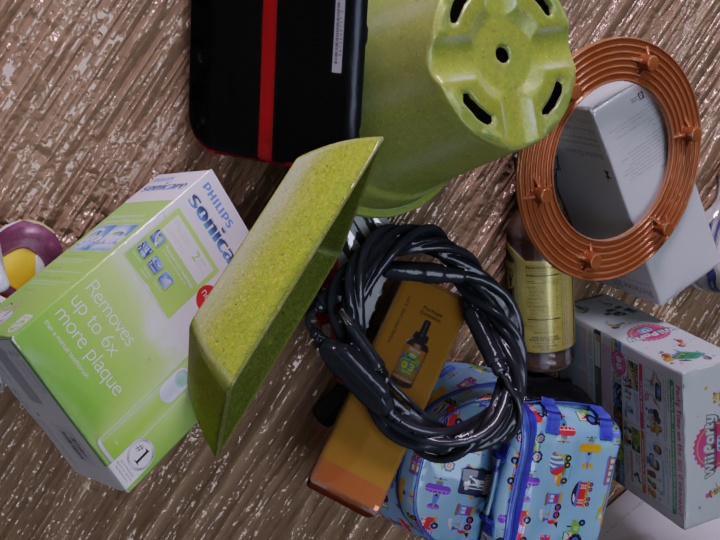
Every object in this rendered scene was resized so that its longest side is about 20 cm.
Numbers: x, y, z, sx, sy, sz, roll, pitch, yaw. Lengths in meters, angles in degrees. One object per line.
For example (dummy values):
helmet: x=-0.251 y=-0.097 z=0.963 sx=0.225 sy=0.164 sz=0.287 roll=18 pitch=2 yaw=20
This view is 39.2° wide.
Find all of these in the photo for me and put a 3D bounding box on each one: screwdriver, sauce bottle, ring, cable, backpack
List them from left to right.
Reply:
screwdriver: x=0.032 y=0.067 z=0.927 sx=0.200 sy=0.028 sz=0.029 roll=-46 pitch=144 yaw=-5
cable: x=0.060 y=0.060 z=0.836 sx=0.200 sy=0.051 sz=0.163 roll=44 pitch=65 yaw=-1
backpack: x=0.116 y=0.180 z=0.934 sx=0.197 sy=0.134 sz=0.185 roll=12 pitch=98 yaw=-21
sauce bottle: x=0.168 y=-0.009 z=0.945 sx=0.064 sy=0.065 sz=0.203 roll=-9 pitch=105 yaw=-20
ring: x=0.212 y=-0.089 z=0.834 sx=0.198 sy=0.019 sz=0.204 roll=-8 pitch=107 yaw=-28

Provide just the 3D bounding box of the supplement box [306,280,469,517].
supplement box: x=0.024 y=0.106 z=0.874 sx=0.066 sy=0.069 sz=0.202 roll=26 pitch=75 yaw=2

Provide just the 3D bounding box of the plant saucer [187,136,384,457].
plant saucer: x=-0.065 y=0.015 z=0.710 sx=0.047 sy=0.200 sz=0.201 roll=30 pitch=66 yaw=2

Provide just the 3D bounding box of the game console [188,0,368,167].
game console: x=-0.062 y=-0.179 z=0.751 sx=0.031 sy=0.175 sz=0.203 roll=-13 pitch=111 yaw=-50

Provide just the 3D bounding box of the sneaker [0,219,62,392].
sneaker: x=-0.283 y=0.059 z=0.761 sx=0.074 sy=0.090 sz=0.202 roll=28 pitch=92 yaw=-25

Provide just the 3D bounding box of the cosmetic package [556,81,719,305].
cosmetic package: x=0.242 y=-0.080 z=0.932 sx=0.081 sy=0.113 sz=0.202 roll=-30 pitch=110 yaw=-14

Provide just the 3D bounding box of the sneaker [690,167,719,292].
sneaker: x=0.397 y=-0.065 z=1.012 sx=0.075 sy=0.088 sz=0.202 roll=27 pitch=91 yaw=-24

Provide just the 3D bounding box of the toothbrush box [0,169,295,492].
toothbrush box: x=-0.165 y=0.041 z=0.770 sx=0.200 sy=0.085 sz=0.147 roll=-46 pitch=119 yaw=-33

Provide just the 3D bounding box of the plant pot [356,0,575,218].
plant pot: x=0.056 y=-0.148 z=0.768 sx=0.198 sy=0.183 sz=0.204 roll=1 pitch=88 yaw=-31

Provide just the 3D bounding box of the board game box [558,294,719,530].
board game box: x=0.261 y=0.123 z=0.940 sx=0.063 sy=0.200 sz=0.150 roll=-12 pitch=108 yaw=-17

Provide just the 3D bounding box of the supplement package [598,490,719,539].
supplement package: x=0.340 y=0.345 z=1.056 sx=0.151 sy=0.150 sz=0.201 roll=-36 pitch=114 yaw=-11

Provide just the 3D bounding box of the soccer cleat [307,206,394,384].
soccer cleat: x=0.000 y=0.000 z=0.877 sx=0.084 sy=0.069 sz=0.203 roll=-4 pitch=100 yaw=-17

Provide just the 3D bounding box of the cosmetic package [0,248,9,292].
cosmetic package: x=-0.339 y=-0.051 z=0.649 sx=0.165 sy=0.200 sz=0.169 roll=-24 pitch=112 yaw=-15
